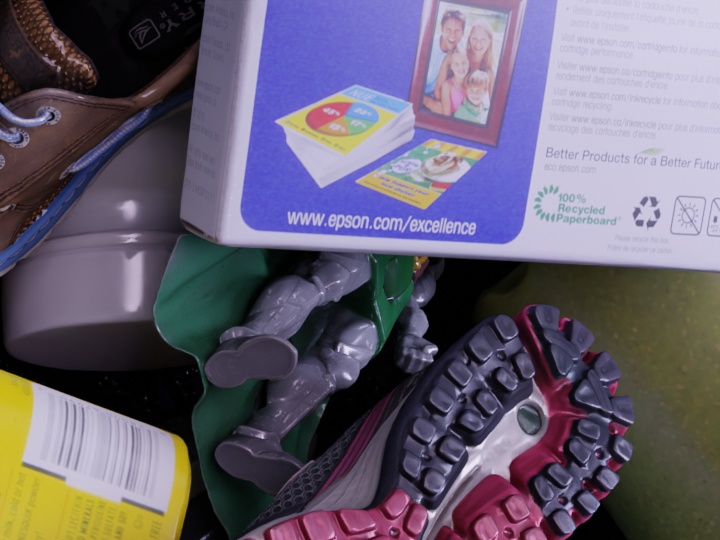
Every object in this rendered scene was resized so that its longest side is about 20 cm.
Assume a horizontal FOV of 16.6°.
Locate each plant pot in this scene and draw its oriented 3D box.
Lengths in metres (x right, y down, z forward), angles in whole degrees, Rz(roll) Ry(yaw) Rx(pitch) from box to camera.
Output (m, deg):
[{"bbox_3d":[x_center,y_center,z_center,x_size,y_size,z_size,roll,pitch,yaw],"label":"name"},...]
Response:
[{"bbox_3d":[0.145,0.038,0.872,0.184,0.201,0.200,46,62,6],"label":"plant pot"}]

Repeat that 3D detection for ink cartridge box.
[{"bbox_3d":[0.052,-0.103,0.723,0.196,0.047,0.202,3,100,-28],"label":"ink cartridge box"}]

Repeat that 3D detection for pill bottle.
[{"bbox_3d":[-0.081,-0.072,0.823,0.110,0.111,0.202,3,76,-24],"label":"pill bottle"}]

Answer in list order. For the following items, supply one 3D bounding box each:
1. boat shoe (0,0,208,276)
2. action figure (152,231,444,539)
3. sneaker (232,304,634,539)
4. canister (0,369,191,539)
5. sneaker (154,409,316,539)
[{"bbox_3d":[-0.098,-0.059,0.726,0.200,0.072,0.072,-38,78,-9],"label":"boat shoe"},{"bbox_3d":[0.000,0.000,0.810,0.200,0.054,0.119,-53,144,-56],"label":"action figure"},{"bbox_3d":[-0.001,0.094,0.698,0.200,0.075,0.081,-40,93,-31],"label":"sneaker"},{"bbox_3d":[-0.159,0.080,0.681,0.199,0.086,0.150,22,65,-19],"label":"canister"},{"bbox_3d":[-0.075,0.129,0.807,0.200,0.075,0.107,-39,108,-29],"label":"sneaker"}]
